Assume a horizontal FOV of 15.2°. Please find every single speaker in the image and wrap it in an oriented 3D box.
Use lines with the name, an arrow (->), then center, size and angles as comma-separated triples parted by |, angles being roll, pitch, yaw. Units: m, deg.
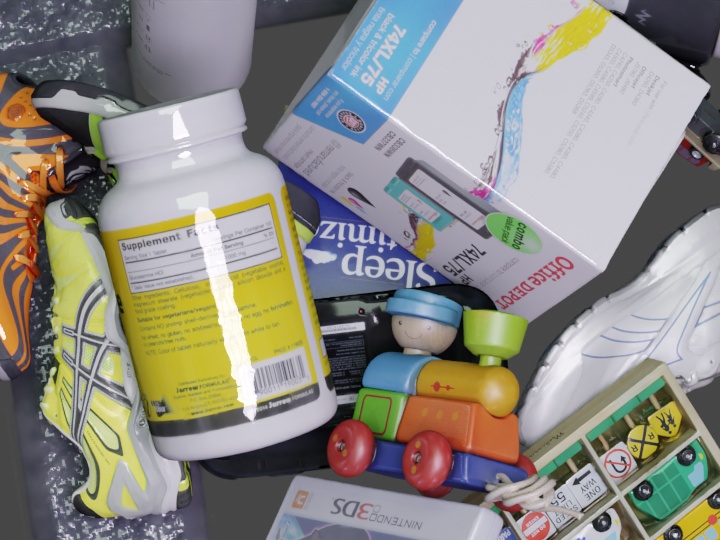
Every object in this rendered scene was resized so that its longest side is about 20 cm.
speaker -> -0.102, -0.173, 1.649 | 0.081, 0.200, 0.082 | 1, 69, -4

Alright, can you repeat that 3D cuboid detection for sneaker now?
sneaker -> -0.119, -0.046, 1.635 | 0.199, 0.072, 0.083 | 28, 88, -4
sneaker -> -0.208, -0.037, 1.670 | 0.111, 0.078, 0.201 | -15, 74, -4
sneaker -> -0.162, 0.056, 1.625 | 0.076, 0.075, 0.201 | -17, 90, -1
sneaker -> 0.177, 0.046, 1.651 | 0.200, 0.075, 0.087 | -40, 83, -10

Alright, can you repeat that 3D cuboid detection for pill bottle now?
pill bottle -> -0.088, 0.001, 1.559 | 0.112, 0.112, 0.201 | -14, 96, -4

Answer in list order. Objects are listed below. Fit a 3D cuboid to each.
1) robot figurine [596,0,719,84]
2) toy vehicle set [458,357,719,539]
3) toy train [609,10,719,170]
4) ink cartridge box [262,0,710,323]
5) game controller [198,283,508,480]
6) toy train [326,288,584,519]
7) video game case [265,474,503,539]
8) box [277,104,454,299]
robot figurine -> 0.192, -0.198, 1.699 | 0.199, 0.151, 0.125 | 13, 46, 5
toy vehicle set -> 0.132, 0.161, 1.609 | 0.200, 0.027, 0.125 | -37, 104, -10
toy train -> 0.210, -0.087, 1.678 | 0.200, 0.046, 0.034 | 39, 55, -12
ink cartridge box -> 0.075, -0.092, 1.621 | 0.200, 0.147, 0.146 | 35, 67, -6
game controller -> -0.009, 0.068, 1.640 | 0.199, 0.042, 0.105 | -7, 89, 4
toy train -> 0.073, 0.074, 1.527 | 0.084, 0.199, 0.116 | 16, 82, -37
video game case -> -0.019, 0.219, 1.556 | 0.023, 0.182, 0.201 | 35, 71, -34
box -> 0.000, 0.000, 1.684 | 0.120, 0.032, 0.201 | 6, 74, 1
